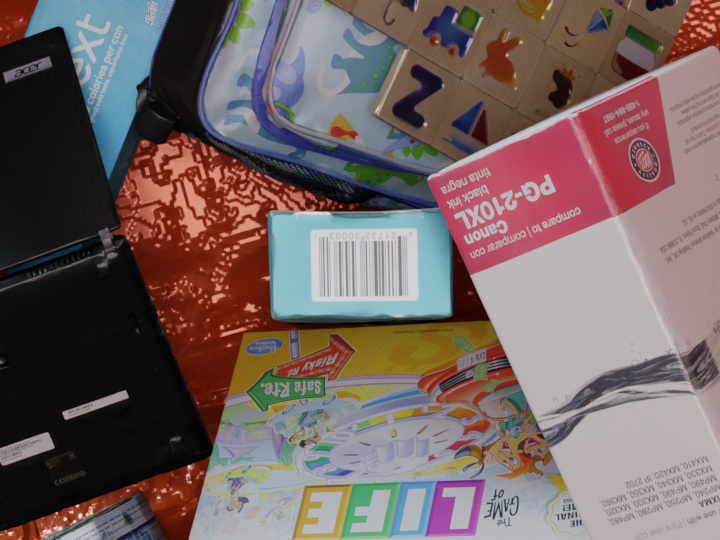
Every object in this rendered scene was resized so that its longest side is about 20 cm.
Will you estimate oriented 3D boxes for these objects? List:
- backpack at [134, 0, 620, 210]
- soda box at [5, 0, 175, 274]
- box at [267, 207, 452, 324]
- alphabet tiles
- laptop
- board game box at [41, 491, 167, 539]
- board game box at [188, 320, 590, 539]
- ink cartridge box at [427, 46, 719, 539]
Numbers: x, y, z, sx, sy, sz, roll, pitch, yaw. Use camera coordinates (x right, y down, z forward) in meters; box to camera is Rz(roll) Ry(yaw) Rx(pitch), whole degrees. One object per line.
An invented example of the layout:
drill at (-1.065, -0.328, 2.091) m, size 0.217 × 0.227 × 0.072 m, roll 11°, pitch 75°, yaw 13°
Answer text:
backpack at (0.024, -0.115, 1.231) m, size 0.200 × 0.147 × 0.183 m, roll 18°, pitch 92°, yaw -26°
soda box at (-0.137, -0.092, 1.291) m, size 0.068 × 0.064 × 0.200 m, roll 22°, pitch 90°, yaw 1°
box at (0.000, 0.000, 1.221) m, size 0.082 × 0.200 × 0.049 m, roll -1°, pitch 88°, yaw 0°
alphabet tiles at (0.065, -0.131, 1.159) m, size 0.200 × 0.008 × 0.168 m, roll 27°, pitch 87°, yaw -33°
laptop at (-0.189, 0.016, 1.256) m, size 0.177 × 0.103 × 0.200 m, roll -20°, pitch 116°, yaw 2°
board game box at (-0.176, 0.202, 1.293) m, size 0.200 × 0.062 × 0.200 m, roll -29°, pitch 91°, yaw 1°
board game box at (0.030, 0.084, 1.201) m, size 0.199 × 0.034 × 0.135 m, roll -4°, pitch 46°, yaw 18°
ink cartridge box at (0.132, 0.021, 1.114) m, size 0.084 × 0.145 × 0.200 m, roll -23°, pitch 93°, yaw 36°
